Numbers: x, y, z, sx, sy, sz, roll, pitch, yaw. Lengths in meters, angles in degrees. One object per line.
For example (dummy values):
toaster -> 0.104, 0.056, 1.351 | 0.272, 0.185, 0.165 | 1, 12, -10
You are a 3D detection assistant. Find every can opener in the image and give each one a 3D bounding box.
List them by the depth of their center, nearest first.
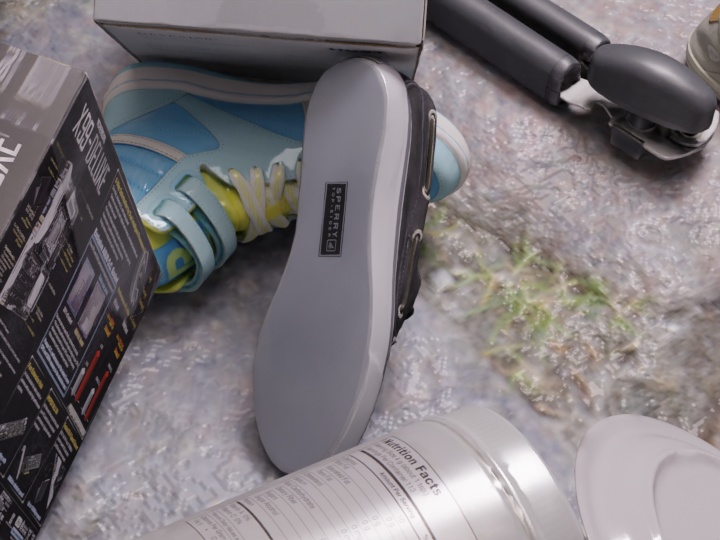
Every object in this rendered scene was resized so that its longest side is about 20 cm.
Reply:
can opener -> 0.117, -0.130, 1.024 | 0.200, 0.067, 0.053 | 37, 56, 23

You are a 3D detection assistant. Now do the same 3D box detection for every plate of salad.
plate of salad -> 0.160, 0.146, 0.771 | 0.200, 0.048, 0.200 | 32, 28, -20

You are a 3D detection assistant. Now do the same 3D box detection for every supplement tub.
supplement tub -> -0.017, 0.148, 0.741 | 0.200, 0.132, 0.132 | -20, 55, -21

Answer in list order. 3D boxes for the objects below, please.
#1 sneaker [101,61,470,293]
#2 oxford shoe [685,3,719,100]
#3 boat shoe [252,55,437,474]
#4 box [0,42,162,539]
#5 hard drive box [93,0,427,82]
sneaker -> -0.051, -0.033, 0.926 | 0.200, 0.080, 0.131 | 7, 48, 14
oxford shoe -> 0.266, -0.091, 1.011 | 0.075, 0.058, 0.200 | -34, 62, -31
boat shoe -> 0.000, 0.000, 0.875 | 0.070, 0.066, 0.200 | 3, 85, 38
box -> -0.150, 0.021, 0.768 | 0.050, 0.200, 0.158 | 19, 70, 11
hard drive box -> -0.044, -0.144, 0.937 | 0.156, 0.200, 0.077 | 4, 90, -1
